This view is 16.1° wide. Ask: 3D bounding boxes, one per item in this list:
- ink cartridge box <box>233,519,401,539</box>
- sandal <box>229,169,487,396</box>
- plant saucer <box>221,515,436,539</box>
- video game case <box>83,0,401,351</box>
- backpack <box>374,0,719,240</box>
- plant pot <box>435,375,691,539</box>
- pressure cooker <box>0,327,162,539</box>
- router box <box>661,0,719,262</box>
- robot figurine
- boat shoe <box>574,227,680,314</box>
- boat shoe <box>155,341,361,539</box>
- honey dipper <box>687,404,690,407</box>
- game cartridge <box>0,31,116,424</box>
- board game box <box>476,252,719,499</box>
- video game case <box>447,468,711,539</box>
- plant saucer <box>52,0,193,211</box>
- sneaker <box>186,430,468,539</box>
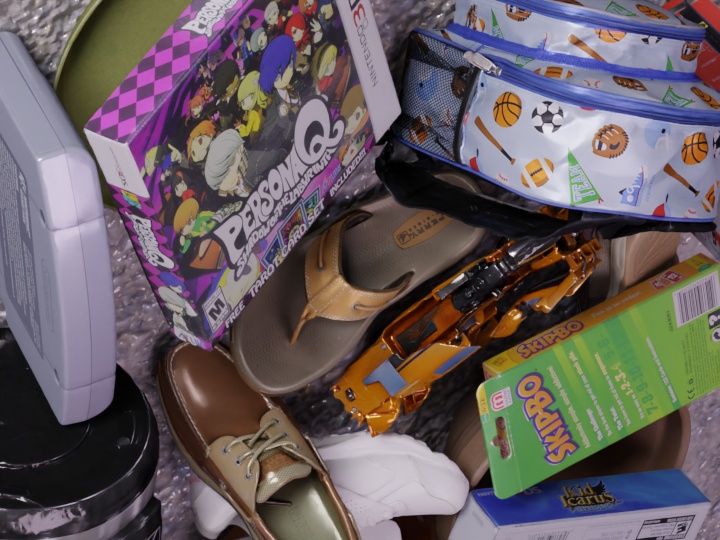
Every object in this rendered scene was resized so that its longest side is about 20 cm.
[{"bbox_3d":[-0.034,0.271,1.750,0.128,0.125,0.201,-10,132,-29],"label":"ink cartridge box"},{"bbox_3d":[0.000,0.000,1.606,0.199,0.081,0.054,-35,179,-12],"label":"sandal"},{"bbox_3d":[-0.038,0.219,1.821,0.199,0.032,0.201,-21,136,-22],"label":"plant saucer"},{"bbox_3d":[-0.059,-0.084,1.417,0.200,0.036,0.182,-52,147,-25],"label":"video game case"},{"bbox_3d":[0.135,-0.096,1.542,0.199,0.190,0.155,-4,117,-34],"label":"backpack"},{"bbox_3d":[0.129,0.127,1.816,0.200,0.093,0.202,-20,136,-21],"label":"plant pot"},{"bbox_3d":[-0.210,0.157,1.528,0.175,0.179,0.201,2,128,-13],"label":"pressure cooker"},{"bbox_3d":[0.264,-0.061,1.680,0.049,0.180,0.201,-31,139,-10],"label":"router box"},{"bbox_3d":[0.077,0.025,1.658,0.200,0.058,0.145,-38,177,21],"label":"robot figurine"},{"bbox_3d":[0.175,-0.009,1.750,0.072,0.065,0.200,-37,159,-15],"label":"boat shoe"},{"bbox_3d":[-0.054,0.126,1.603,0.075,0.201,0.074,-34,177,-18],"label":"boat shoe"},{"bbox_3d":[0.243,0.094,1.921,0.038,0.038,0.201,-6,133,-33],"label":"honey dipper"},{"bbox_3d":[-0.175,-0.017,1.424,0.040,0.134,0.201,-14,135,-16],"label":"game cartridge"},{"bbox_3d":[0.161,0.071,1.705,0.199,0.030,0.096,-27,123,-23],"label":"board game box"},{"bbox_3d":[0.131,0.229,1.805,0.199,0.045,0.182,-2,126,-36],"label":"video game case"},{"bbox_3d":[-0.093,-0.121,1.470,0.199,0.031,0.201,-22,137,-21],"label":"plant saucer"},{"bbox_3d":[-0.025,0.156,1.684,0.199,0.100,0.078,7,160,-15],"label":"sneaker"}]
